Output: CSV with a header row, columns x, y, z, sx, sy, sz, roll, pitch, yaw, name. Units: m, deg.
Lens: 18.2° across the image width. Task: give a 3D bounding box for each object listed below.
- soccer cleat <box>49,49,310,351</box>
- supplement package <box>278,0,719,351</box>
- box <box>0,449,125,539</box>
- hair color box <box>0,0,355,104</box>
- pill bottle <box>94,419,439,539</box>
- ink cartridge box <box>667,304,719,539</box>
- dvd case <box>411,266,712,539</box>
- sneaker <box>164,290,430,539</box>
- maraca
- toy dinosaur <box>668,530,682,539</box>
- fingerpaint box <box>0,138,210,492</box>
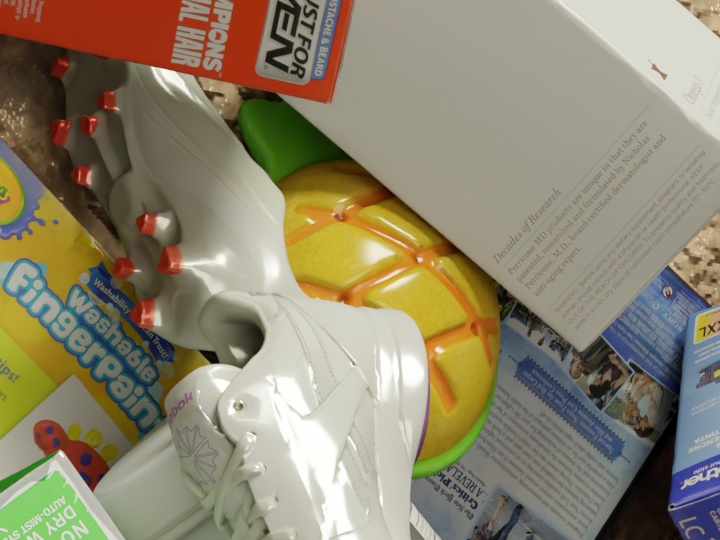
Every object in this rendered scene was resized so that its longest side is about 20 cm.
x,y,z,sx,sy,sz,roll,pitch,yaw,name
-0.077,-0.042,0.947,0.077,0.069,0.201,9,41,-34,soccer cleat
0.066,-0.086,0.976,0.200,0.117,0.117,40,117,-3,supplement package
-0.104,0.166,0.799,0.097,0.200,0.177,-35,93,-18,box
-0.099,-0.131,0.854,0.199,0.111,0.064,11,119,-3,hair color box
-0.013,0.140,0.892,0.111,0.111,0.200,-42,97,-19,pill bottle
0.202,0.111,1.019,0.076,0.200,0.137,-22,111,20,ink cartridge box
0.080,0.064,1.073,0.143,0.018,0.200,41,72,-17,dvd case
-0.026,0.089,0.780,0.099,0.075,0.201,18,42,-19,sneaker
0.000,0.000,0.998,0.137,0.107,0.201,14,56,-29,maraca
0.100,0.148,1.026,0.199,0.106,0.061,3,106,-35,toy dinosaur
-0.165,0.055,0.937,0.200,0.073,0.167,47,72,-17,fingerpaint box
